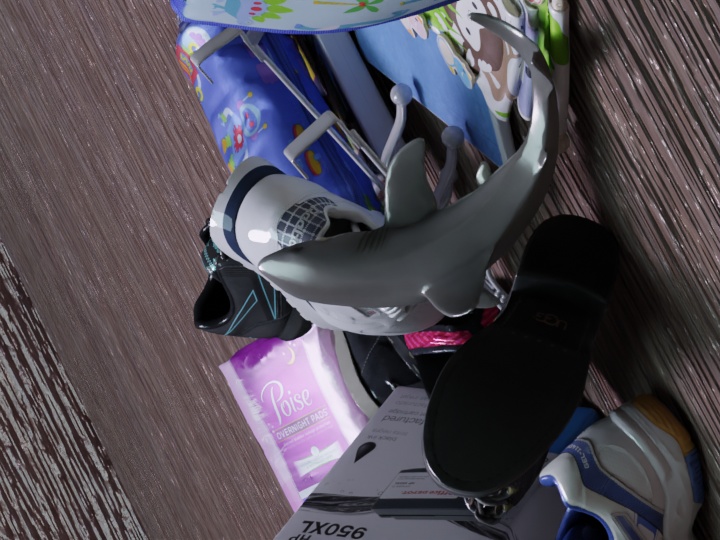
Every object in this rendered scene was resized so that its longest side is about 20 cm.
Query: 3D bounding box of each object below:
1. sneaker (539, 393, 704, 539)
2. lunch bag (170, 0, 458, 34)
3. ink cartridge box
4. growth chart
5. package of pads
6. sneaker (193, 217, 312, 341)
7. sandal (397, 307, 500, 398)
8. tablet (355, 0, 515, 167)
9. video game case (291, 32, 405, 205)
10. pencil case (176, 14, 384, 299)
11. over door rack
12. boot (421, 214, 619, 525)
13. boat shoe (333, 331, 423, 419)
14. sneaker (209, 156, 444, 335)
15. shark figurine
[{"bbox_3d":[0.147,0.161,1.546,0.075,0.088,0.201,42,155,53],"label":"sneaker"},{"bbox_3d":[0.010,-0.181,1.224,0.128,0.199,0.170,61,167,10],"label":"lunch bag"},{"bbox_3d":[0.042,0.163,1.613,0.144,0.200,0.085,5,127,33],"label":"ink cartridge box"},{"bbox_3d":[0.053,-0.146,1.467,0.200,0.018,0.145,44,155,38],"label":"growth chart"},{"bbox_3d":[-0.006,0.126,1.999,0.120,0.076,0.201,-27,88,42],"label":"package of pads"},{"bbox_3d":[-0.059,-0.025,1.811,0.076,0.079,0.201,-113,27,-42],"label":"sneaker"},{"bbox_3d":[0.057,0.034,1.689,0.200,0.075,0.045,46,161,60],"label":"sandal"},{"bbox_3d":[0.031,-0.146,1.596,0.200,0.014,0.131,43,155,55],"label":"tablet"},{"bbox_3d":[-0.030,-0.140,1.788,0.201,0.023,0.182,64,171,8],"label":"video game case"},{"bbox_3d":[-0.046,-0.079,1.697,0.201,0.078,0.087,65,151,26],"label":"pencil case"},{"bbox_3d":[0.018,-0.066,1.560,0.200,0.067,0.148,33,-173,-36],"label":"over door rack"},{"bbox_3d":[0.082,0.083,1.488,0.069,0.200,0.175,25,143,11],"label":"boot"},{"bbox_3d":[0.011,0.016,1.873,0.072,0.068,0.201,32,-152,-44],"label":"boat shoe"},{"bbox_3d":[0.000,0.000,1.583,0.080,0.077,0.200,20,178,39],"label":"sneaker"},{"bbox_3d":[0.059,-0.024,1.429,0.128,0.214,0.090,31,-147,-22],"label":"shark figurine"}]
